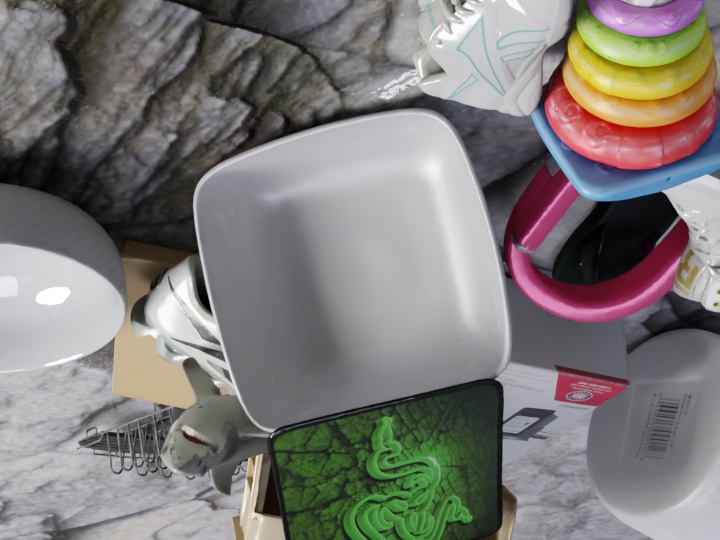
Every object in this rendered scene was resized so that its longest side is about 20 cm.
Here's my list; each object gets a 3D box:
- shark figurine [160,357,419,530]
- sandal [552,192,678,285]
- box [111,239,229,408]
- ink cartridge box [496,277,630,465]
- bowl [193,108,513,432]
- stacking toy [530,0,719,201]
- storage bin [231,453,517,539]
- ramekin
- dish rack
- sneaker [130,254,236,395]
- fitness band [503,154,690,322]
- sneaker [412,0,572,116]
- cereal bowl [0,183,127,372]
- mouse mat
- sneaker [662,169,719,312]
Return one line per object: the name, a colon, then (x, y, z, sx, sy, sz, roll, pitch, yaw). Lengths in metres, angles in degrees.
shark figurine: (-0.062, 0.131, 1.170, 0.214, 0.128, 0.090, 8, 114, -30)
sandal: (0.198, -0.012, 1.257, 0.075, 0.048, 0.201, 0, 150, -10)
box: (-0.093, 0.058, 1.279, 0.200, 0.021, 0.164, 12, 134, 0)
ink cartridge box: (0.112, 0.091, 1.397, 0.145, 0.083, 0.200, 12, 148, -26)
bowl: (0.000, 0.000, 1.121, 0.200, 0.200, 0.075, -14, 178, 12)
stacking toy: (0.166, -0.148, 0.966, 0.116, 0.110, 0.200, -17, 142, -9)
storage bin: (0.004, 0.192, 1.305, 0.200, 0.094, 0.199, 12, -179, -7)
ramekin: (0.291, 0.147, 1.422, 0.098, 0.201, 0.200, 26, 140, -31)
dish rack: (-0.154, 0.159, 1.479, 0.153, 0.055, 0.200, 12, 157, -41)
sneaker: (-0.065, 0.057, 1.207, 0.200, 0.074, 0.089, 29, 131, -16)
fitness band: (0.191, -0.041, 1.166, 0.143, 0.037, 0.200, 21, 125, -27)
sneaker: (0.077, -0.153, 0.958, 0.080, 0.071, 0.200, 2, 152, -6)
cereal bowl: (-0.265, -0.004, 1.165, 0.200, 0.083, 0.200, -3, 152, -2)
mouse mat: (0.022, 0.149, 1.131, 0.161, 0.008, 0.200, -13, 141, -6)
sneaker: (0.242, -0.025, 1.122, 0.200, 0.074, 0.116, 18, 122, -30)
